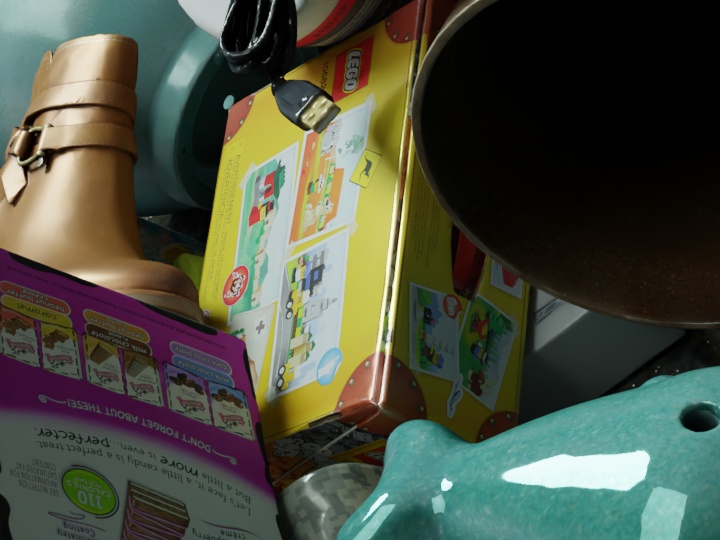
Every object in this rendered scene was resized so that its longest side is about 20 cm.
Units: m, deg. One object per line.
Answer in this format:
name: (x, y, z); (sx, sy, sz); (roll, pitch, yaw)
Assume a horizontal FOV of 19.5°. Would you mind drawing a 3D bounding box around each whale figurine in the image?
whale figurine: (0.089, 0.083, 0.748); (0.200, 0.104, 0.159); (9, 44, 23)

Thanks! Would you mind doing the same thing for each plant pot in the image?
plant pot: (0.136, -0.113, 0.837); (0.187, 0.187, 0.200); (-27, 31, 43)
plant pot: (-0.109, -0.111, 1.165); (0.134, 0.200, 0.200); (29, 93, 30)

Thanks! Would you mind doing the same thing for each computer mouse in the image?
computer mouse: (-0.011, -0.120, 0.810); (0.200, 0.046, 0.141); (25, 111, 59)

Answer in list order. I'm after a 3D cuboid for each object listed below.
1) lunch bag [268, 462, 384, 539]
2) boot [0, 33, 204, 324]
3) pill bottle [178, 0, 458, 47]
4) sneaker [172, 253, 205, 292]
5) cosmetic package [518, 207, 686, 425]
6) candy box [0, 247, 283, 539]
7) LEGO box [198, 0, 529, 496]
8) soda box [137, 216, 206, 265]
lunch bag: (-0.005, 0.197, 0.849); (0.200, 0.139, 0.168); (-41, 50, 29)
boot: (-0.123, -0.036, 0.993); (0.200, 0.077, 0.155); (-7, 63, 58)
pill bottle: (0.009, -0.161, 0.991); (0.111, 0.200, 0.111); (6, 99, 38)
sneaker: (-0.070, 0.085, 1.004); (0.084, 0.074, 0.200); (-21, 71, 19)
cosmetic package: (0.049, 0.015, 0.966); (0.200, 0.052, 0.151); (-41, 38, 32)
candy box: (-0.097, 0.097, 0.783); (0.061, 0.136, 0.200); (-44, 40, 30)
LEGO box: (0.000, 0.000, 0.926); (0.149, 0.077, 0.200); (-24, 50, 46)
soda box: (-0.138, 0.012, 1.150); (0.200, 0.064, 0.068); (164, 127, -76)
